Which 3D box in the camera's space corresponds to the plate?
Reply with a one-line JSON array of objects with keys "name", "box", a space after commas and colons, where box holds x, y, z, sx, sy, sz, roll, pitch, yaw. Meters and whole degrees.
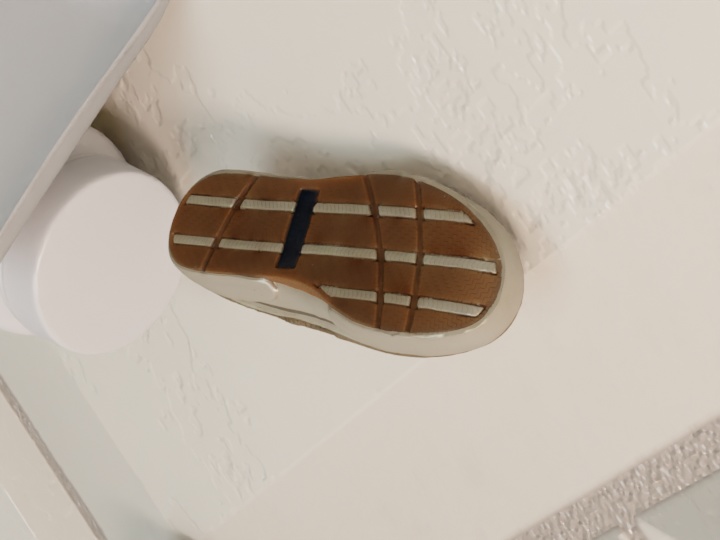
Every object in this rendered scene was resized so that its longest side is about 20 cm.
[{"name": "plate", "box": [-0.196, -0.082, 1.070, 0.199, 0.200, 0.032, 26, 171, 42]}]

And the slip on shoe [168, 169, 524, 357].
[{"name": "slip on shoe", "box": [0.000, 0.000, 0.959, 0.199, 0.076, 0.060, 7, 162, 43]}]

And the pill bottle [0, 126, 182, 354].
[{"name": "pill bottle", "box": [-0.187, -0.035, 1.135, 0.199, 0.114, 0.115, 25, 135, 42]}]
